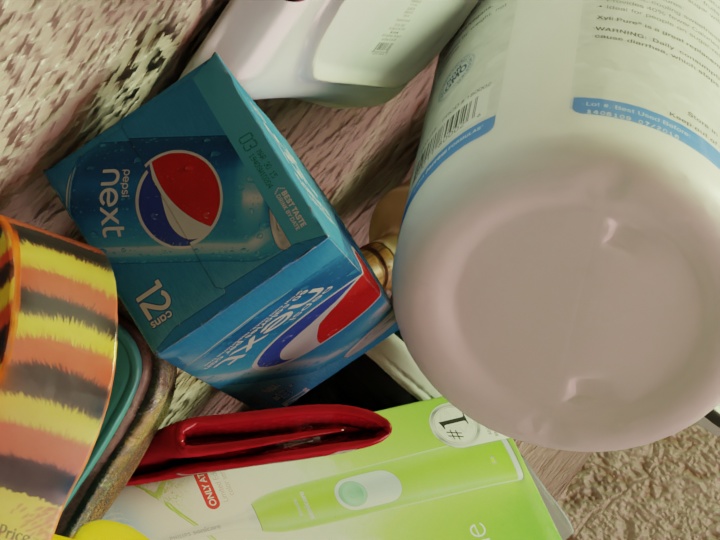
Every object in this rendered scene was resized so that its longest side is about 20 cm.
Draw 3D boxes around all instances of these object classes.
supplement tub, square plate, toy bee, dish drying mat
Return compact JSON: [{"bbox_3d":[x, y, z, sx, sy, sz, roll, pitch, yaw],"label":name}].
[{"bbox_3d":[0.086,-0.041,0.882,0.132,0.131,0.201,-59,-172,34],"label":"supplement tub"},{"bbox_3d":[0.032,-0.131,0.809,0.199,0.028,0.200,-55,168,12],"label":"square plate"},{"bbox_3d":[-0.112,0.093,0.669,0.130,0.109,0.201,-3,120,-23],"label":"toy bee"},{"bbox_3d":[-0.049,0.065,0.866,0.076,0.018,0.200,-7,175,-16],"label":"dish drying mat"}]

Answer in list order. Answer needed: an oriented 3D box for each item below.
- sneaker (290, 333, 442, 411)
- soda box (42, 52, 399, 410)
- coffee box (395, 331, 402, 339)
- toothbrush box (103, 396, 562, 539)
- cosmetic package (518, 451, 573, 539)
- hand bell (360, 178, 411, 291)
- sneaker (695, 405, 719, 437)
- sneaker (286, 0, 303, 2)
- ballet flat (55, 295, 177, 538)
[{"bbox_3d":[-0.012,0.089,1.123,0.112,0.073,0.200,-50,-178,-8],"label":"sneaker"},{"bbox_3d":[-0.038,-0.005,0.783,0.064,0.068,0.200,-33,169,2],"label":"soda box"},{"bbox_3d":[-0.004,0.099,1.332,0.201,0.044,0.123,-53,168,9],"label":"coffee box"},{"bbox_3d":[-0.014,0.147,0.987,0.198,0.146,0.086,-11,149,-24],"label":"toothbrush box"},{"bbox_3d":[-0.002,0.152,1.226,0.200,0.107,0.090,-39,137,-6],"label":"cosmetic package"},{"bbox_3d":[0.000,0.000,1.009,0.199,0.104,0.104,-22,151,-43],"label":"hand bell"},{"bbox_3d":[0.099,0.016,1.142,0.084,0.200,0.121,-43,-179,-36],"label":"sneaker"},{"bbox_3d":[0.044,-0.126,0.706,0.199,0.079,0.096,-16,158,-31],"label":"sneaker"},{"bbox_3d":[-0.124,0.092,0.783,0.201,0.071,0.071,-55,168,5],"label":"ballet flat"}]
